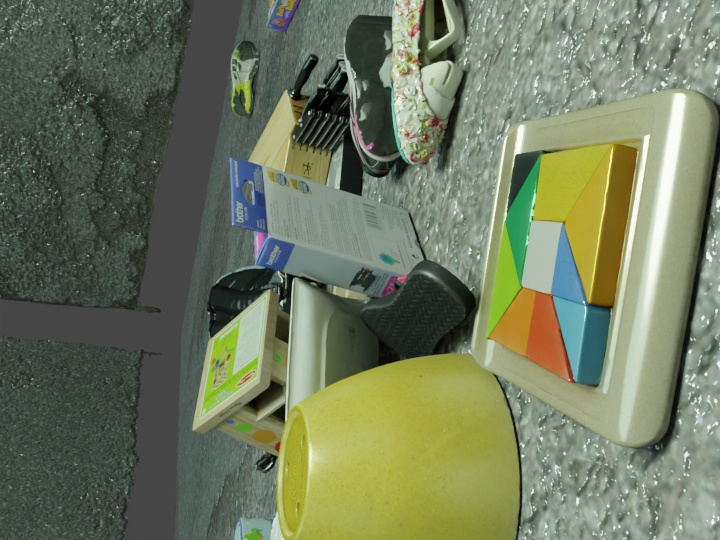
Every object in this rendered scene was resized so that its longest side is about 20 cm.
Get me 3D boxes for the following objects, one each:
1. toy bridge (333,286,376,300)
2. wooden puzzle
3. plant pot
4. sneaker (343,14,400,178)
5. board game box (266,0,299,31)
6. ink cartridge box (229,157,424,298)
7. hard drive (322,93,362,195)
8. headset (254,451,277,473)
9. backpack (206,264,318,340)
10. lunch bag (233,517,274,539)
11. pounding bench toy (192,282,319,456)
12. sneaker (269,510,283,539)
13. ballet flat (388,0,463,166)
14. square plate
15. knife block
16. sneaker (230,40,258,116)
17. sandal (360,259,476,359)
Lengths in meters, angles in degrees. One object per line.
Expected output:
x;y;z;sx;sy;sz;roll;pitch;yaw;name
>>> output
0.000;0.000;0.859;0.200;0.027;0.068;169;108;-77;toy bridge
0.125;-0.009;0.470;0.200;0.037;0.188;-161;79;-72;wooden puzzle
0.013;0.160;0.589;0.200;0.140;0.203;-172;90;-72;plant pot
0.013;-0.194;0.843;0.087;0.079;0.203;108;168;-63;sneaker
-0.150;-0.612;1.573;0.200;0.044;0.137;151;124;-69;board game box
-0.034;-0.037;0.718;0.042;0.198;0.120;-58;27;30;ink cartridge box
-0.047;-0.121;1.018;0.139;0.037;0.203;-8;74;59;hard drive
-0.156;0.199;1.059;0.199;0.094;0.124;30;157;45;headset
-0.143;0.067;1.101;0.198;0.153;0.166;-6;86;32;backpack
-0.159;0.477;1.119;0.161;0.081;0.202;-111;33;-55;lunch bag
-0.061;0.115;0.844;0.199;0.155;0.125;-38;34;32;pounding bench toy
-0.059;0.365;0.892;0.087;0.074;0.203;-23;68;57;sneaker
0.063;-0.200;0.704;0.063;0.075;0.203;-10;76;37;ballet flat
-0.019;0.120;0.735;0.200;0.028;0.201;26;-116;-68;square plate
-0.080;-0.195;0.996;0.199;0.063;0.178;15;94;60;knife block
-0.322;-0.516;2.037;0.085;0.073;0.203;-162;80;-73;sneaker
0.054;0.031;0.648;0.045;0.075;0.200;-52;1;-24;sandal
